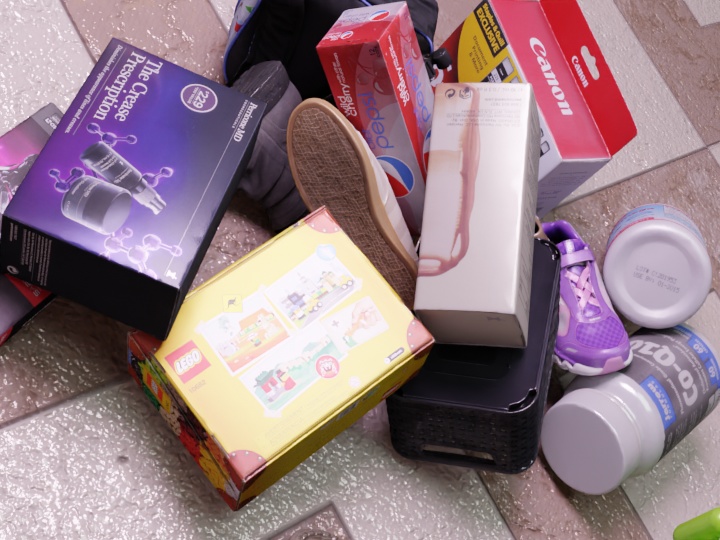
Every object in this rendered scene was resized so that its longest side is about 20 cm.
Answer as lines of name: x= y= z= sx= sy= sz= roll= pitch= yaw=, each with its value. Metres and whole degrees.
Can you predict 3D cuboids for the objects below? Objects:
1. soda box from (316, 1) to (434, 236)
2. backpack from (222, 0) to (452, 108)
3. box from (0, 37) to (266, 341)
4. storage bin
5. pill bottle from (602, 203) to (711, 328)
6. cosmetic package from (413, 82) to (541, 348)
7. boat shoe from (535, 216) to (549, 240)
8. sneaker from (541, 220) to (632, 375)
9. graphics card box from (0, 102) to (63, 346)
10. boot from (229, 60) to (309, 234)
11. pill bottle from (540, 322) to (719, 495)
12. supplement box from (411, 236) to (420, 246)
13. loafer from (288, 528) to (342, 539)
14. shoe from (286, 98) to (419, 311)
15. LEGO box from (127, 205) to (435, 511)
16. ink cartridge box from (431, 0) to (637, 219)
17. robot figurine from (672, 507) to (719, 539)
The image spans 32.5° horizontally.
soda box: x=0.029 y=-0.128 z=1.089 sx=0.070 sy=0.063 sz=0.202 roll=-58 pitch=138 yaw=-44
backpack: x=-0.039 y=-0.227 z=1.178 sx=0.199 sy=0.190 sz=0.155 roll=31 pitch=42 yaw=-21
box: x=-0.172 y=-0.067 z=0.957 sx=0.139 sy=0.079 sz=0.202 roll=24 pitch=52 yaw=-5
storage bin: x=0.105 y=0.068 z=1.118 sx=0.133 sy=0.095 sz=0.202 roll=6 pitch=48 yaw=13
pill bottle: x=0.314 y=-0.012 z=1.316 sx=0.109 sy=0.109 sz=0.200 roll=49 pitch=16 yaw=0
cosmetic package: x=0.101 y=-0.046 z=1.043 sx=0.086 sy=0.104 sz=0.203 roll=2 pitch=70 yaw=13
boat shoe: x=0.114 y=-0.073 z=1.225 sx=0.199 sy=0.073 sz=0.072 roll=37 pitch=62 yaw=27
sneaker: x=0.211 y=0.020 z=1.226 sx=0.079 sy=0.090 sz=0.201 roll=-7 pitch=36 yaw=-9
graphics card box: x=-0.272 y=-0.034 z=0.976 sx=0.126 sy=0.051 sz=0.200 roll=46 pitch=45 yaw=-3
boot: x=-0.102 y=-0.079 z=1.113 sx=0.200 sy=0.069 sz=0.132 roll=-46 pitch=123 yaw=-19
pill bottle: x=0.269 y=0.135 z=1.226 sx=0.199 sy=0.114 sz=0.115 roll=-28 pitch=80 yaw=-44
supplement box: x=0.000 y=0.000 z=1.146 sx=0.068 sy=0.066 sz=0.201 roll=35 pitch=47 yaw=-13
loafer: x=-0.023 y=0.292 z=0.944 sx=0.075 sy=0.069 sz=0.202 roll=12 pitch=40 yaw=-32
shoe: x=-0.004 y=-0.055 z=1.068 sx=0.202 sy=0.069 sz=0.053 roll=64 pitch=15 yaw=-10
LEGO box: x=-0.064 y=0.067 z=0.989 sx=0.199 sy=0.077 sz=0.149 roll=-33 pitch=73 yaw=-24
ink cartridge box: x=0.171 y=-0.178 z=1.287 sx=0.083 sy=0.175 sz=0.202 roll=-6 pitch=65 yaw=-39
robot figurine: x=0.329 y=0.315 z=1.134 sx=0.199 sy=0.115 sz=0.178 roll=16 pitch=50 yaw=-56
